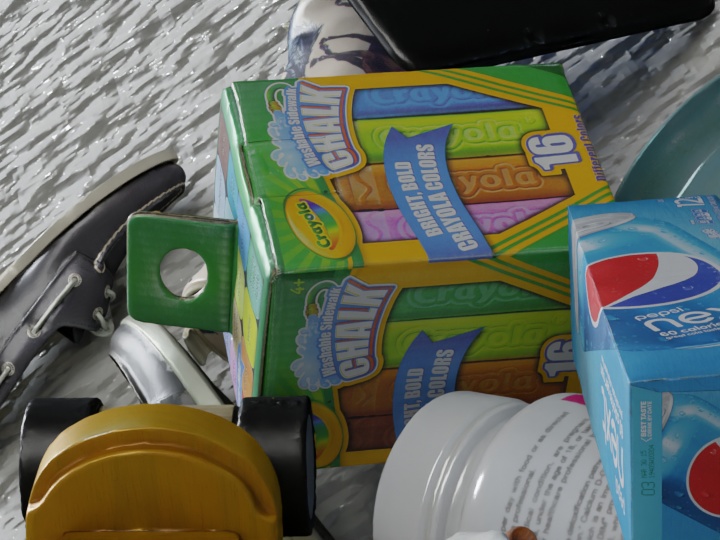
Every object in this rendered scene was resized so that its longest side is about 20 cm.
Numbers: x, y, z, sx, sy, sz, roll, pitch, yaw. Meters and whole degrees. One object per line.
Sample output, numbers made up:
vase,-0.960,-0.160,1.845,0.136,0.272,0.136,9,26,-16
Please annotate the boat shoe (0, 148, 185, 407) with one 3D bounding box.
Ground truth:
boat shoe,-0.159,0.019,1.204,0.200,0.073,0.063,-43,86,-9

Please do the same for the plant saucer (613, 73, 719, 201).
plant saucer,0.184,-0.002,0.958,0.199,0.027,0.202,-20,57,34

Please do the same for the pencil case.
pencil case,-0.025,-0.044,1.130,0.089,0.078,0.201,-11,49,45

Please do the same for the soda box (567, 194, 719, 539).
soda box,0.115,0.033,0.823,0.063,0.068,0.200,-4,18,0

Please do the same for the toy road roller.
toy road roller,-0.079,0.148,0.902,0.122,0.202,0.146,0,22,2

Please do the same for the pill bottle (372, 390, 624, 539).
pill bottle,0.109,0.110,0.885,0.199,0.113,0.114,11,63,40

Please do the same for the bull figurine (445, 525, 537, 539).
bull figurine,0.044,0.190,0.837,0.121,0.065,0.201,43,120,26

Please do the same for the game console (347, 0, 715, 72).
game console,0.040,-0.146,1.126,0.175,0.199,0.117,-16,89,55

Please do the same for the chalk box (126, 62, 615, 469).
chalk box,0.000,0.000,0.980,0.198,0.126,0.125,-5,45,-11

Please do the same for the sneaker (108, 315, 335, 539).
sneaker,-0.095,0.105,1.060,0.106,0.075,0.200,-39,44,-1
